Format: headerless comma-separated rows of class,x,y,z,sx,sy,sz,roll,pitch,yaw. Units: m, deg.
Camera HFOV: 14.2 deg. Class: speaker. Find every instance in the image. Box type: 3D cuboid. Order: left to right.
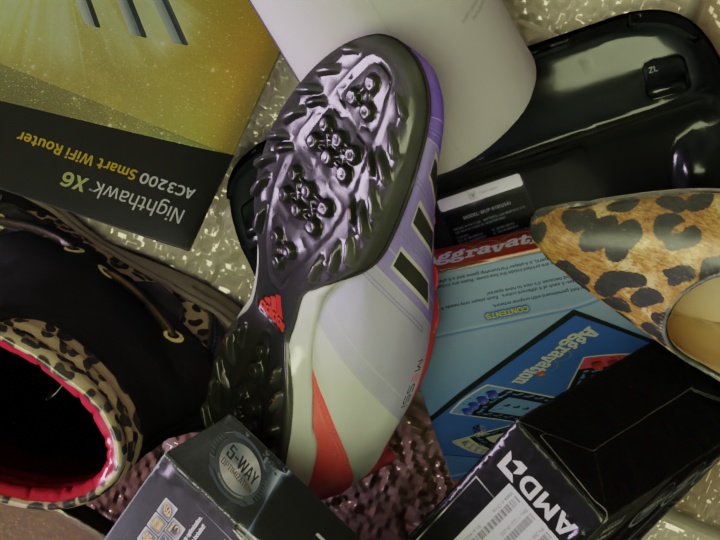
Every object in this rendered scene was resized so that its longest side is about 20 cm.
speaker,-0.012,-0.125,0.999,0.081,0.081,0.200,-19,128,18

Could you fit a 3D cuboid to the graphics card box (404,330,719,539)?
graphics card box,0.045,0.114,1.051,0.051,0.125,0.200,48,122,13

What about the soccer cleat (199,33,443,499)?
soccer cleat,0.000,0.000,1.029,0.068,0.073,0.200,47,134,37

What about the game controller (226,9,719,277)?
game controller,0.050,-0.024,1.091,0.199,0.042,0.105,-18,112,18

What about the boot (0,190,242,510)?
boot,-0.145,0.022,1.088,0.200,0.151,0.073,25,108,9

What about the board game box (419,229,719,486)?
board game box,0.118,0.023,1.071,0.199,0.019,0.103,-12,117,15

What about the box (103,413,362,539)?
box,-0.048,0.176,1.025,0.160,0.044,0.200,42,122,12

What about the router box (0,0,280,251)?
router box,-0.124,-0.113,1.056,0.199,0.052,0.158,18,109,-21

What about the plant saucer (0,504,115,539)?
plant saucer,-0.142,0.141,1.122,0.200,0.037,0.201,9,130,10

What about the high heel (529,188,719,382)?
high heel,0.145,0.050,0.985,0.199,0.143,0.071,17,143,-4
